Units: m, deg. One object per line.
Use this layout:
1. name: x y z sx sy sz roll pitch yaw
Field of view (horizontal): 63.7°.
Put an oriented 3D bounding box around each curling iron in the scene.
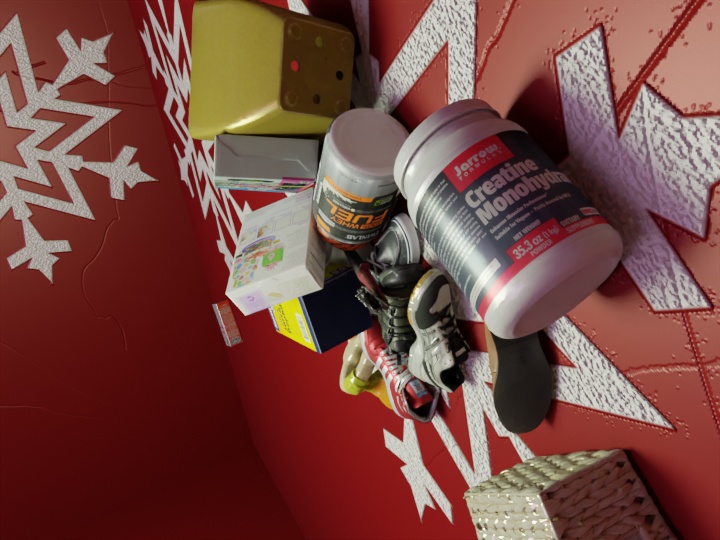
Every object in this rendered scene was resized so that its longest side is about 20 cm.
1. curling iron: 0.000 0.000 0.867 0.049 0.026 0.201 35 -163 -31

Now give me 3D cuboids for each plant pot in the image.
1. plant pot: -0.112 -0.278 0.832 0.199 0.194 0.197 16 105 49

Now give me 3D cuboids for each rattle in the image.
1. rattle: 0.031 0.174 1.135 0.200 0.141 0.132 -119 39 -76

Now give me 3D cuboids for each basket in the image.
1. basket: 0.222 0.282 0.646 0.125 0.134 0.200 68 158 13

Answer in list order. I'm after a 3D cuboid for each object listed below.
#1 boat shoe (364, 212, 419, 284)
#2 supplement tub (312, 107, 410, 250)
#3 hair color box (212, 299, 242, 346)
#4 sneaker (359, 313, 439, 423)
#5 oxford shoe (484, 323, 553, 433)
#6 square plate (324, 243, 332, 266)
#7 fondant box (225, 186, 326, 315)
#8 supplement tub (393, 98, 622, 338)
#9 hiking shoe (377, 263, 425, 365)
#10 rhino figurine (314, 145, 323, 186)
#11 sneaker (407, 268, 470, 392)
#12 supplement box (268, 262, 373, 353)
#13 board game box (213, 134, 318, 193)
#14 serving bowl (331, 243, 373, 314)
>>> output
1. boat shoe: 0.038 -0.008 0.906 0.072 0.067 0.201 58 156 25
2. supplement tub: -0.004 -0.121 0.835 0.123 0.121 0.201 60 156 22
3. hair color box: -0.598 0.235 2.606 0.111 0.063 0.202 -10 98 66
4. sneaker: 0.068 0.167 0.983 0.202 0.071 0.112 65 162 -7
5. oxford shoe: 0.184 0.102 0.692 0.071 0.070 0.202 -91 -10 -69
6. square plate: -0.127 -0.046 1.028 0.029 0.196 0.201 56 -155 -38
7. fondant box: -0.130 -0.036 0.949 0.201 0.143 0.058 -89 -26 -48
8. supplement tub: 0.132 -0.051 0.554 0.201 0.139 0.141 57 155 26
9. hiking shoe: 0.068 0.067 0.871 0.201 0.075 0.102 89 170 -59
10. rhino figurine: -0.054 -0.164 1.000 0.201 0.059 0.088 57 158 23
11. sneaker: 0.120 0.088 0.819 0.087 0.075 0.202 29 141 36
12. supplement box: -0.083 0.054 1.013 0.199 0.108 0.111 10 122 60
13. board game box: -0.153 -0.162 0.903 0.200 0.146 0.065 -162 74 -76
14. serving bowl: -0.023 0.018 1.077 0.200 0.065 0.202 49 151 40
